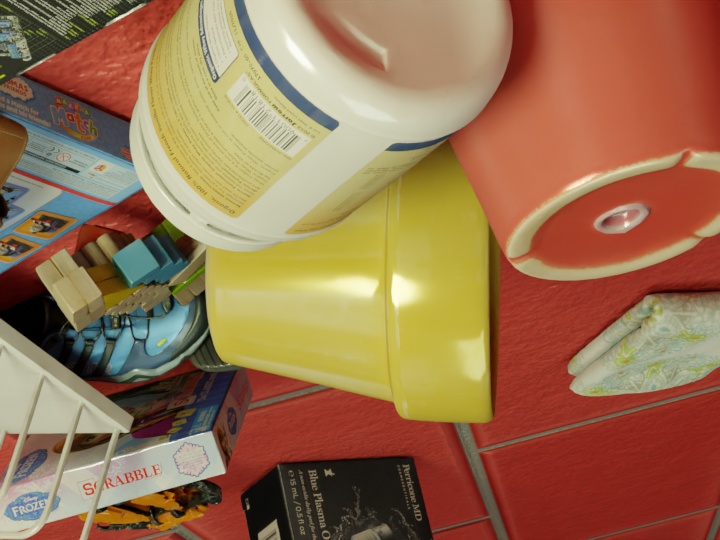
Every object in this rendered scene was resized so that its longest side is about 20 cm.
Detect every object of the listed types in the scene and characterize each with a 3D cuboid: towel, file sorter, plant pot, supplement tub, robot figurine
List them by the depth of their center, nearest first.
[{"bbox_3d":[-0.030,-0.100,0.703,0.143,0.146,0.200,1,160,-30],"label":"supplement tub"},{"bbox_3d":[0.126,-0.104,0.753,0.199,0.179,0.201,-11,157,-5],"label":"plant pot"},{"bbox_3d":[0.000,0.000,0.924,0.187,0.202,0.201,1,158,9],"label":"plant pot"},{"bbox_3d":[-0.293,0.120,0.990,0.138,0.125,0.200,-5,146,30],"label":"file sorter"},{"bbox_3d":[0.333,0.078,1.434,0.170,0.049,0.200,-3,154,-24],"label":"towel"},{"bbox_3d":[-0.240,0.239,1.473,0.144,0.059,0.200,-22,155,20],"label":"robot figurine"}]

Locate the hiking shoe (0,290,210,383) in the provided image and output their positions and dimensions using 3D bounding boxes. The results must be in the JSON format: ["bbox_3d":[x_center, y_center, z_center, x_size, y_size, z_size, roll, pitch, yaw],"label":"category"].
[{"bbox_3d":[-0.208,0.049,1.043,0.198,0.075,0.087,-18,157,10],"label":"hiking shoe"}]

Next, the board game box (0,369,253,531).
[{"bbox_3d":[-0.202,0.148,1.180,0.198,0.041,0.200,-17,-168,5],"label":"board game box"}]

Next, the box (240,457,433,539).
[{"bbox_3d":[-0.020,0.340,1.645,0.199,0.198,0.117,2,152,-32],"label":"box"}]

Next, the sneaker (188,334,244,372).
[{"bbox_3d":[-0.039,0.046,1.086,0.199,0.074,0.089,-21,141,-3],"label":"sneaker"}]

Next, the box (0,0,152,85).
[{"bbox_3d":[-0.192,-0.162,0.617,0.159,0.045,0.200,-23,155,22],"label":"box"}]

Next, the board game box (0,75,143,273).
[{"bbox_3d":[-0.247,-0.050,0.848,0.199,0.037,0.151,-28,153,27],"label":"board game box"}]

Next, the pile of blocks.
[{"bbox_3d":[-0.150,-0.015,0.926,0.082,0.062,0.200,-42,171,20],"label":"pile of blocks"}]

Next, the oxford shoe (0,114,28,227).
[{"bbox_3d":[-0.245,-0.023,0.782,0.071,0.072,0.200,3,149,-35],"label":"oxford shoe"}]
